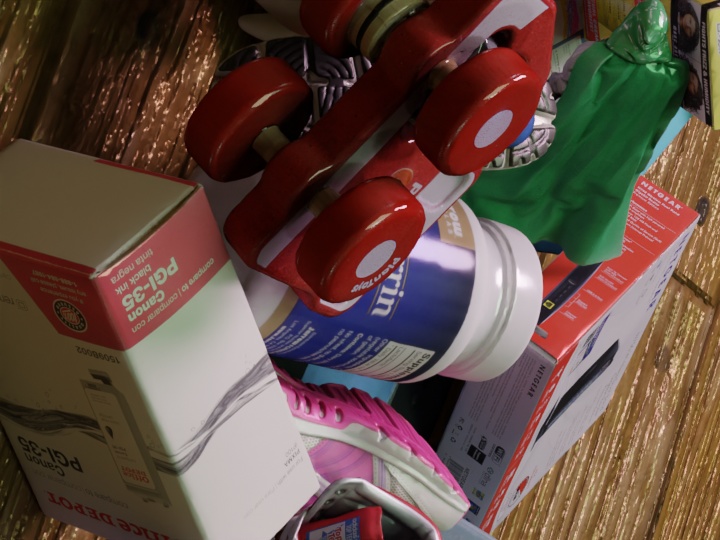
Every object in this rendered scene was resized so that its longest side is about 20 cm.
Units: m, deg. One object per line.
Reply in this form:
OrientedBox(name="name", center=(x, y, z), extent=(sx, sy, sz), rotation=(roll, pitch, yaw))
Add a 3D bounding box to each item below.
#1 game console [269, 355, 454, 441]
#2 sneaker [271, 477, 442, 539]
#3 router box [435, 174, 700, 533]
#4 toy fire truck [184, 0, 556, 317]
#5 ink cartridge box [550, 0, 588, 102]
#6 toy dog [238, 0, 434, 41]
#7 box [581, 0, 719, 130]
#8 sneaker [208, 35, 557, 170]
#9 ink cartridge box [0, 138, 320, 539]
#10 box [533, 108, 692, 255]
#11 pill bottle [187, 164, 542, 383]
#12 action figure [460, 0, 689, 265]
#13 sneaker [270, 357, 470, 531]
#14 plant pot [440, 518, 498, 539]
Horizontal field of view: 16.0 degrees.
OrientedBox(name="game console", center=(0.005, 0.027, 1.566), extent=(0.200, 0.031, 0.178), rotation=(38, 67, -49))
OrientedBox(name="sneaker", center=(-0.051, 0.166, 1.396), extent=(0.199, 0.113, 0.072), rotation=(-7, 67, -19))
OrientedBox(name="router box", center=(0.123, 0.060, 1.635), extent=(0.179, 0.049, 0.200), rotation=(-42, 161, -40))
OrientedBox(name="toy fire truck", center=(0.020, -0.067, 1.272), extent=(0.200, 0.112, 0.168), rotation=(-46, 159, 7))
OrientedBox(name="ink cartridge box", center=(0.096, -0.160, 1.602), extent=(0.200, 0.087, 0.146), rotation=(-29, 120, -45))
OrientedBox(name="toy dog", center=(-0.055, -0.205, 1.324), extent=(0.199, 0.194, 0.140), rotation=(18, 63, -24))
OrientedBox(name="box", center=(0.185, -0.147, 1.493), extent=(0.050, 0.200, 0.076), rotation=(-11, 114, -13))
OrientedBox(name="sneaker", center=(0.006, -0.078, 1.383), extent=(0.199, 0.085, 0.077), rotation=(5, 83, -24))
OrientedBox(name="ink cartridge box", center=(-0.121, 0.046, 1.299), extent=(0.083, 0.146, 0.201), rotation=(-43, 129, -32))
OrientedBox(name="box", center=(0.151, -0.090, 1.694), extent=(0.200, 0.082, 0.049), rotation=(-48, 131, -37))
OrientedBox(name="pill bottle", center=(0.000, 0.000, 1.444), extent=(0.199, 0.116, 0.116), rotation=(14, 86, -38))
OrientedBox(name="action figure", center=(0.132, -0.084, 1.467), extent=(0.118, 0.200, 0.055), rotation=(8, 54, -17))
OrientedBox(name="sneaker", center=(-0.033, 0.109, 1.462), extent=(0.199, 0.081, 0.088), rotation=(25, 101, -17))
OrientedBox(name="plant pot", center=(0.070, 0.286, 1.517), extent=(0.196, 0.199, 0.197), rotation=(-56, 159, -28))
